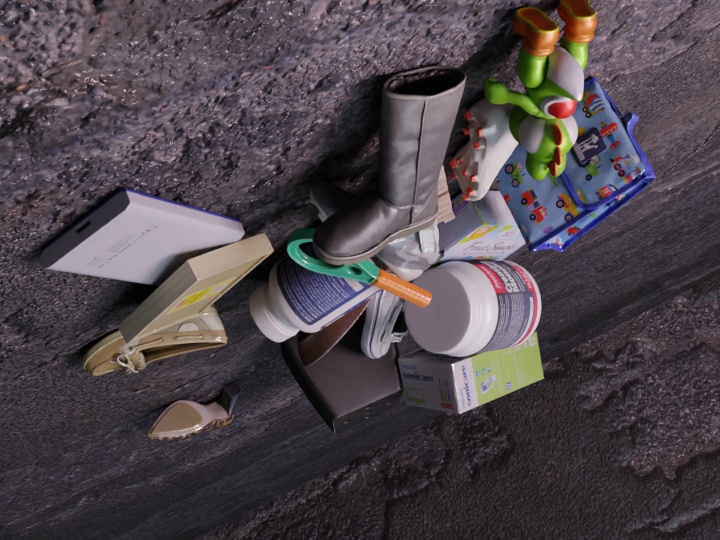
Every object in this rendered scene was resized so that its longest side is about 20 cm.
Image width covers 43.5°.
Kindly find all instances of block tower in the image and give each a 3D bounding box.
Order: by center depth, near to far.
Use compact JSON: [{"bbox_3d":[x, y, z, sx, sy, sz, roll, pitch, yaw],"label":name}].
[{"bbox_3d":[0.080,-0.109,1.159,0.057,0.055,0.200,-25,161,4],"label":"block tower"}]

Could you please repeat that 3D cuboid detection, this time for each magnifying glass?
[{"bbox_3d":[0.000,0.000,1.124,0.198,0.023,0.079,23,150,-20],"label":"magnifying glass"}]

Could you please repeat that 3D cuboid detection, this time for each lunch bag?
[{"bbox_3d":[0.284,-0.140,1.183,0.093,0.152,0.200,-3,152,-48],"label":"lunch bag"}]

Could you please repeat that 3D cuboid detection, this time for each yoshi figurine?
[{"bbox_3d":[0.198,-0.199,0.989,0.202,0.111,0.112,86,28,-42],"label":"yoshi figurine"}]

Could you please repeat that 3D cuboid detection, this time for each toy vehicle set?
[{"bbox_3d":[-0.207,0.024,1.126,0.124,0.027,0.199,-24,171,-46],"label":"toy vehicle set"}]

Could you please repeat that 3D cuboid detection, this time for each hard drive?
[{"bbox_3d":[-0.237,-0.031,1.006,0.131,0.026,0.199,-32,160,20],"label":"hard drive"}]

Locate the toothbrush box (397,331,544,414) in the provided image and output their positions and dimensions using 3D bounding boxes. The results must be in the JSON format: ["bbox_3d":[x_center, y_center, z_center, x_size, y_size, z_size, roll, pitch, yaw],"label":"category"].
[{"bbox_3d":[0.186,0.164,1.517,0.198,0.087,0.145,-14,-173,-35],"label":"toothbrush box"}]

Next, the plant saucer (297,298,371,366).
[{"bbox_3d":[-0.034,0.054,1.352,0.201,0.034,0.200,-49,-169,12],"label":"plant saucer"}]

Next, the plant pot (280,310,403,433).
[{"bbox_3d":[-0.020,0.171,1.598,0.197,0.179,0.200,-22,161,-9],"label":"plant pot"}]

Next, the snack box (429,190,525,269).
[{"bbox_3d":[0.177,-0.055,1.410,0.199,0.068,0.168,-4,153,-49],"label":"snack box"}]

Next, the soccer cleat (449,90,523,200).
[{"bbox_3d":[0.163,-0.151,1.136,0.077,0.070,0.201,-24,159,-13],"label":"soccer cleat"}]

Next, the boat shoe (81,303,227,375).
[{"bbox_3d":[-0.287,0.108,1.259,0.198,0.064,0.073,-20,161,-16],"label":"boat shoe"}]

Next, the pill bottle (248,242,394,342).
[{"bbox_3d":[-0.054,0.015,1.231,0.199,0.112,0.111,-33,160,23],"label":"pill bottle"}]

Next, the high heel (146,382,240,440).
[{"bbox_3d":[-0.319,0.294,1.704,0.199,0.072,0.143,-24,158,-32],"label":"high heel"}]

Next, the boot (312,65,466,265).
[{"bbox_3d":[0.029,-0.112,0.976,0.181,0.073,0.201,-29,152,-25],"label":"boot"}]

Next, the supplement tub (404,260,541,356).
[{"bbox_3d":[0.174,0.056,1.379,0.140,0.142,0.199,-38,158,34],"label":"supplement tub"}]

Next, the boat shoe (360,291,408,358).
[{"bbox_3d":[0.043,0.088,1.428,0.201,0.066,0.074,88,28,-57],"label":"boat shoe"}]

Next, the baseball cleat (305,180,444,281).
[{"bbox_3d":[0.028,-0.066,1.110,0.106,0.070,0.199,-34,132,23],"label":"baseball cleat"}]
